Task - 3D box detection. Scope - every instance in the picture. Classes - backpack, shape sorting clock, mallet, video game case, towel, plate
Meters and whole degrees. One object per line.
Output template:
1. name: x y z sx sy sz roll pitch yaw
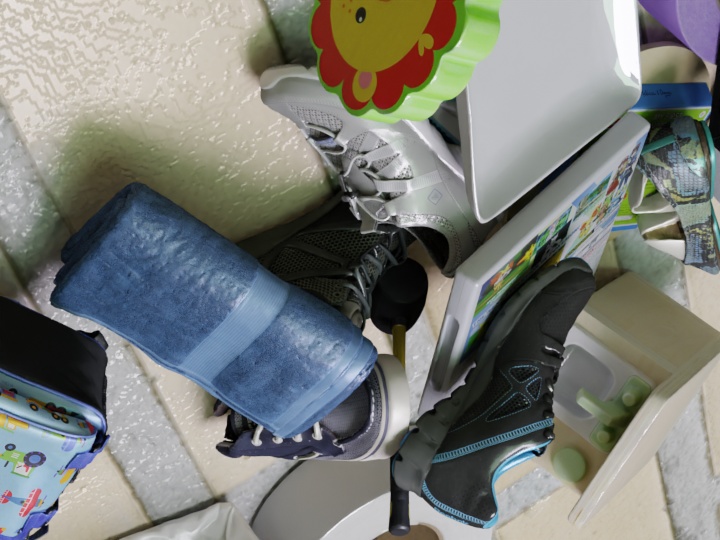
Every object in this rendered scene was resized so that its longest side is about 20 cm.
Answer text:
1. backpack: -0.271 0.110 1.118 0.182 0.135 0.200 28 116 -28
2. shape sorting clock: 0.184 -0.087 1.357 0.199 0.039 0.200 -28 147 -20
3. mallet: 0.029 0.085 1.283 0.041 0.201 0.066 3 147 -5
4. video game case: 0.121 0.001 1.283 0.200 0.022 0.183 -41 159 -30
5. towel: -0.094 0.030 1.163 0.200 0.049 0.112 35 133 -17
6. plate: 0.115 -0.161 1.175 0.200 0.032 0.200 -37 131 -38

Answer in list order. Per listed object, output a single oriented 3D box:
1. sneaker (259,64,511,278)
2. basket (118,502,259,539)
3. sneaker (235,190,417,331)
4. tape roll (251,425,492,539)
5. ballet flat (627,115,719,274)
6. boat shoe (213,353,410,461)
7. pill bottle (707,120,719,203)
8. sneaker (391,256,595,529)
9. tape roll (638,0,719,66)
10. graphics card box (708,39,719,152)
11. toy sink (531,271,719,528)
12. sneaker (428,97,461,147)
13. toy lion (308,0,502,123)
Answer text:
1. sneaker: 0.013 -0.066 1.181 0.200 0.075 0.082 32 78 -24
2. basket: -0.144 0.319 1.364 0.199 0.198 0.161 -18 137 -23
3. sneaker: 0.000 0.000 1.248 0.199 0.114 0.076 -28 140 -16
4. tape roll: 0.009 0.223 1.484 0.202 0.071 0.203 -19 135 -21
5. ballet flat: 0.238 -0.052 1.373 0.074 0.074 0.200 -34 147 -5
6. boat shoe: -0.039 0.104 1.274 0.092 0.075 0.200 -3 168 -22
7. pill bottle: 0.372 -0.100 1.427 0.199 0.113 0.113 -10 131 -29
8. sneaker: 0.108 0.083 1.233 0.200 0.082 0.073 -54 163 -7
9. tape roll: 0.286 -0.244 1.272 0.199 0.066 0.201 -19 135 -21
10. graphics card box: 0.348 -0.160 1.306 0.199 0.051 0.126 -20 136 -20
11. toy sink: 0.188 0.095 1.418 0.131 0.112 0.200 -61 164 24
12. sneaker: 0.051 -0.140 1.198 0.081 0.076 0.200 -56 140 -3
13. toy lion: 0.025 -0.193 1.031 0.068 0.192 0.201 7 121 -40
